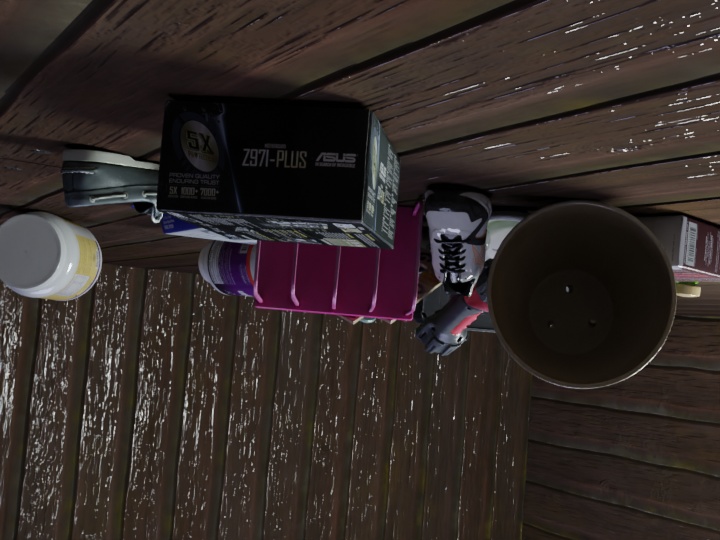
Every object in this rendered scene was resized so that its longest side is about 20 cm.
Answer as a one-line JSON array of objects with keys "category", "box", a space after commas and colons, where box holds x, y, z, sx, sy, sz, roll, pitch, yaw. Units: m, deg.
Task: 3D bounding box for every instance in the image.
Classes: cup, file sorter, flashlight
[{"category": "cup", "box": [0.242, 0.037, 1.121, 0.197, 0.204, 0.143, 4, 170, 9]}, {"category": "file sorter", "box": [-0.027, -0.023, 1.185, 0.197, 0.141, 0.125, 5, 173, -1]}, {"category": "flashlight", "box": [0.144, 0.051, 1.276, 0.067, 0.068, 0.200, -26, 165, -31]}]

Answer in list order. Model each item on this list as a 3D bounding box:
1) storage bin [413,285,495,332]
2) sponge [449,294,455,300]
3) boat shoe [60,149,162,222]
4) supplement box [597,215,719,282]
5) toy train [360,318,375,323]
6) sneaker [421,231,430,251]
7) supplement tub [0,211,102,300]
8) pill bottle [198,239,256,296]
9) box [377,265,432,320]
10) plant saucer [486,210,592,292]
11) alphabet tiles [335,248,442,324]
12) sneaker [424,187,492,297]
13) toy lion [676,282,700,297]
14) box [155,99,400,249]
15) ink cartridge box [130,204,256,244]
[{"category": "storage bin", "box": [0.197, 0.035, 1.726, 0.197, 0.137, 0.094, 5, 177, -6]}, {"category": "sponge", "box": [0.170, 0.000, 1.420, 0.029, 0.113, 0.200, 18, 179, 13]}, {"category": "boat shoe", "box": [-0.235, -0.084, 1.075, 0.072, 0.063, 0.199, 1, 175, 41]}, {"category": "supplement box", "box": [0.387, -0.023, 1.211, 0.108, 0.062, 0.198, 2, 175, 44]}, {"category": "toy train", "box": [-0.026, 0.003, 1.517, 0.198, 0.086, 0.114, 25, -150, -5]}, {"category": "sneaker", "box": [0.123, -0.016, 1.521, 0.113, 0.076, 0.199, 6, 174, 26]}, {"category": "supplement tub", "box": [-0.543, -0.024, 1.721, 0.143, 0.148, 0.200, 4, 176, 3]}, {"category": "pill bottle", "box": [-0.188, -0.013, 1.682, 0.111, 0.114, 0.199, 8, 175, -41]}, {"category": "box", "box": [0.000, 0.000, 1.375, 0.198, 0.048, 0.122, 21, -145, 21]}, {"category": "plant saucer", "box": [0.203, -0.016, 1.254, 0.197, 0.051, 0.201, 14, 143, 10]}, {"category": "alphabet tiles", "box": [0.013, 0.004, 1.322, 0.166, 0.008, 0.199, 27, -140, 28]}, {"category": "sneaker", "box": [0.112, -0.031, 1.126, 0.073, 0.081, 0.200, 7, 160, 18]}, {"category": "toy lion", "box": [0.379, -0.010, 1.483, 0.197, 0.070, 0.191, 7, -177, -29]}, {"category": "box", "box": [-0.058, -0.074, 0.826, 0.161, 0.088, 0.200, 4, 176, 10]}, {"category": "ink cartridge box", "box": [-0.208, -0.069, 1.416, 0.197, 0.041, 0.199, 7, 175, -27]}]
